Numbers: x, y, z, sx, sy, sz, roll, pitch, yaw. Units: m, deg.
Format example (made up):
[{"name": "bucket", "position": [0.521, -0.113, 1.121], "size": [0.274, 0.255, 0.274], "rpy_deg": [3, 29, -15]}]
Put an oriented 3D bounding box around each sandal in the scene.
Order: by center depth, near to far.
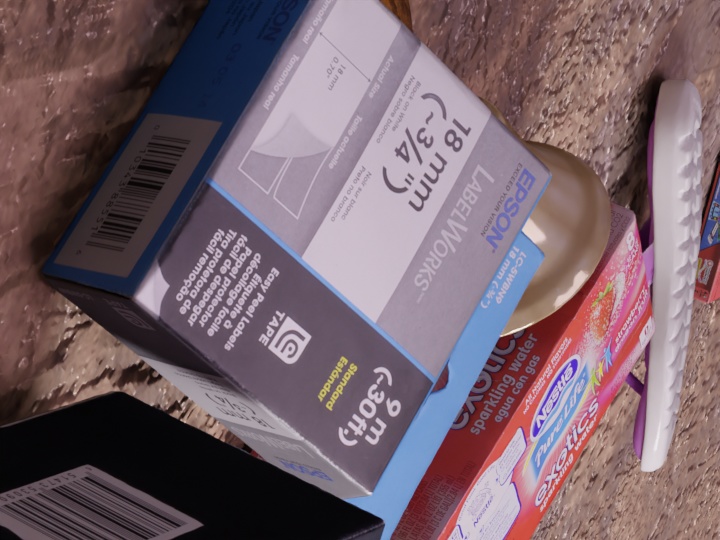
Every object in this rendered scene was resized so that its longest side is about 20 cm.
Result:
[{"name": "sandal", "position": [0.146, 0.001, 1.450], "size": [0.082, 0.050, 0.203], "rpy_deg": [-30, 125, -75]}]

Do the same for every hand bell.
[{"name": "hand bell", "position": [0.019, -0.070, 1.111], "size": [0.104, 0.104, 0.200], "rpy_deg": [-57, 141, -22]}]

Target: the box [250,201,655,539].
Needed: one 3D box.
[{"name": "box", "position": [0.038, 0.059, 1.212], "size": [0.200, 0.095, 0.100], "rpy_deg": [-57, 155, -22]}]

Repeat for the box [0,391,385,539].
[{"name": "box", "position": [-0.110, 0.165, 0.920], "size": [0.200, 0.124, 0.197], "rpy_deg": [-17, 127, -59]}]

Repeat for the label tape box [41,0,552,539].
[{"name": "label tape box", "position": [0.000, 0.000, 1.029], "size": [0.200, 0.063, 0.144], "rpy_deg": [42, 70, -36]}]

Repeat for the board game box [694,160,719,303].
[{"name": "board game box", "position": [0.234, -0.085, 1.587], "size": [0.103, 0.019, 0.200], "rpy_deg": [-20, 128, -60]}]
